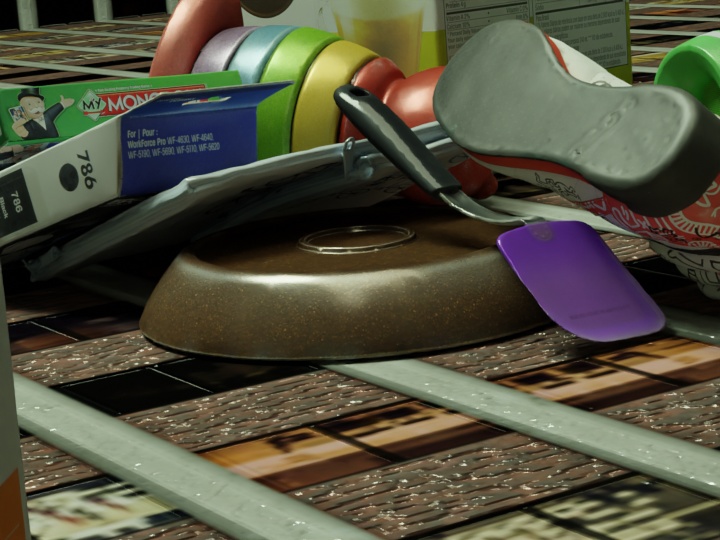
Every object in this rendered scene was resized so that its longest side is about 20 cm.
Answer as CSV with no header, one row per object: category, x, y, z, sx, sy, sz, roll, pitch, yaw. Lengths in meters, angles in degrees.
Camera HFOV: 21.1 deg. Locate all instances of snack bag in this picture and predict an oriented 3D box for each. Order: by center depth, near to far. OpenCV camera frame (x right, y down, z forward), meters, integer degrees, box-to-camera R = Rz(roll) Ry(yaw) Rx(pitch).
snack bag,-0.043,-0.034,0.949,0.200,0.021,0.189,-15,-3,-34

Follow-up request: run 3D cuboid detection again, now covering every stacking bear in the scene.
stacking bear,-0.014,-0.088,1.124,0.200,0.122,0.114,12,48,23

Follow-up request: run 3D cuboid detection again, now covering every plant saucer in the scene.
plant saucer,0.000,0.000,0.862,0.200,0.035,0.200,-3,11,1

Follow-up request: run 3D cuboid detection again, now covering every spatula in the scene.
spatula,0.048,-0.030,0.819,0.056,0.021,0.200,-10,36,-37

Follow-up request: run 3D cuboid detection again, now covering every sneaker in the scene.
sneaker,0.114,-0.045,0.850,0.108,0.067,0.201,37,-3,-31

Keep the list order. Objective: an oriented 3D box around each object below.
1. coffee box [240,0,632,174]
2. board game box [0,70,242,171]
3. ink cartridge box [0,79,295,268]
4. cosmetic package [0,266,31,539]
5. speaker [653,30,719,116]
coffee box,0.041,-0.172,1.272,0.200,0.198,0.200,6,16,43
board game box,-0.163,-0.057,1.024,0.135,0.029,0.200,-10,-9,-33
ink cartridge box,-0.127,-0.040,0.932,0.200,0.039,0.099,-21,-6,38
cosmetic package,-0.120,0.019,0.393,0.071,0.200,0.101,-3,12,9
speaker,0.279,-0.112,1.175,0.200,0.089,0.088,-11,13,-29
